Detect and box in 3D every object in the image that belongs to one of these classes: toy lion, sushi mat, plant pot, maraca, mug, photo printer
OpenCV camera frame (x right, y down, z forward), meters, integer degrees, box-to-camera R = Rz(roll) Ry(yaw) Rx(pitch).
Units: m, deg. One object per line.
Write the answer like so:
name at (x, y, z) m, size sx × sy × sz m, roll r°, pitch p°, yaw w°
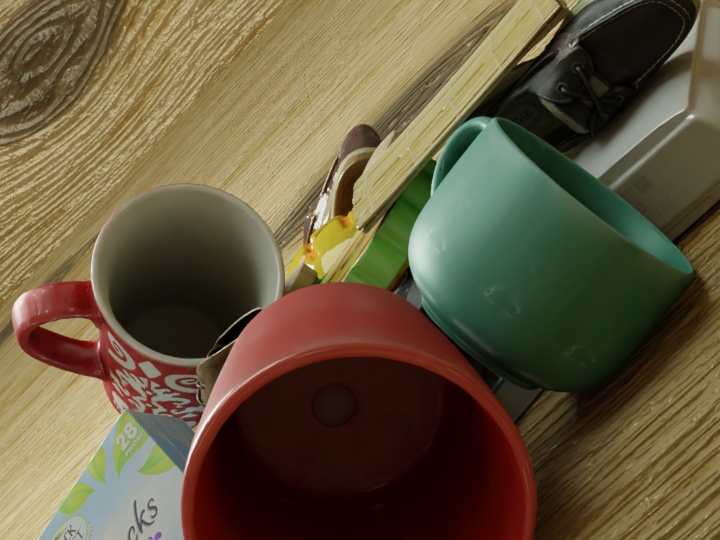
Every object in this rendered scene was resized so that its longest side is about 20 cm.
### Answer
toy lion at (0.000, 0.000, 1.735) m, size 0.200 × 0.069 × 0.192 m, roll -54°, pitch 5°, yaw 23°
sushi mat at (0.062, -0.110, 1.646) m, size 0.200 × 0.012 × 0.096 m, roll -48°, pitch 16°, yaw 18°
plant pot at (-0.007, 0.103, 1.451) m, size 0.200 × 0.200 × 0.177 m, roll -47°, pitch 17°, yaw 11°
maraca at (-0.010, 0.028, 1.930) m, size 0.137 × 0.107 × 0.200 m, roll -25°, pitch -24°, yaw -48°
mug at (0.103, -0.004, 1.517) m, size 0.115 × 0.152 × 0.185 m, roll -53°, pitch 7°, yaw 11°
photo printer at (0.186, -0.085, 1.654) m, size 0.166 × 0.069 × 0.200 m, roll -43°, pitch 15°, yaw 29°
mug at (-0.149, 0.030, 1.826) m, size 0.200 × 0.177 × 0.134 m, roll 108°, pitch -178°, yaw -68°

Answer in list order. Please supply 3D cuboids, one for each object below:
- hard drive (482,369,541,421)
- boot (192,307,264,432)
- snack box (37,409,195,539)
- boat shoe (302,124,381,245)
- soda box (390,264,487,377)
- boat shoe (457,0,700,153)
hard drive at (0.082, 0.062, 1.691) m, size 0.132 × 0.026 × 0.200 m, roll -49°, pitch 12°, yaw 3°
boot at (-0.082, 0.080, 1.705) m, size 0.200 × 0.075 × 0.074 m, roll -41°, pitch 19°, yaw 51°
snack box at (-0.139, 0.219, 1.633) m, size 0.169 × 0.068 × 0.200 m, roll 45°, pitch 106°, yaw 33°
boat shoe at (-0.012, -0.024, 2.006) m, size 0.072 × 0.072 × 0.201 m, roll -108°, pitch 23°, yaw -51°
soda box at (0.057, 0.027, 1.633) m, size 0.071 × 0.063 × 0.200 m, roll -28°, pitch 16°, yaw 41°
boat shoe at (0.135, -0.112, 1.603) m, size 0.201 × 0.072 × 0.066 m, roll -35°, pitch 31°, yaw 38°
